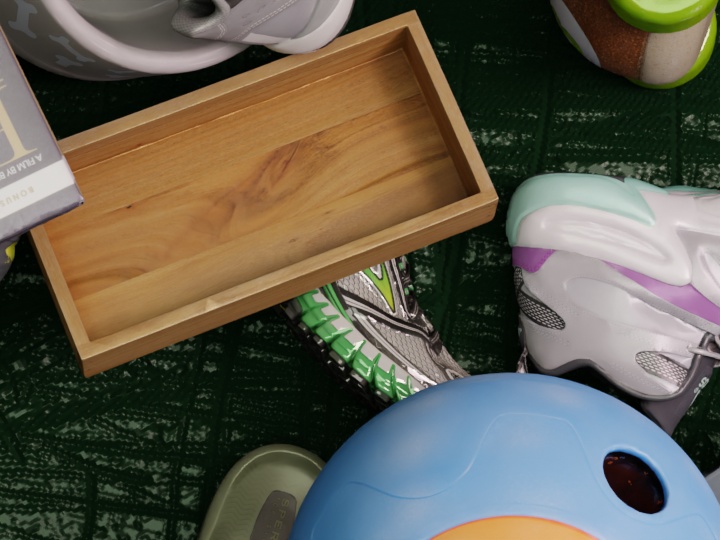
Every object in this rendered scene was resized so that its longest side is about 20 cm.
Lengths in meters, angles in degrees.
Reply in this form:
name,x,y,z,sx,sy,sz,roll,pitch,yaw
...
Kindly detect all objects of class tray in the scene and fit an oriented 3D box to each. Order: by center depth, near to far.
name,x,y,z,sx,sy,sz,roll,pitch,yaw
tray,-0.049,-0.035,1.319,0.200,0.037,0.099,-21,75,-10

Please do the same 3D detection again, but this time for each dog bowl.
name,x,y,z,sx,sy,sz,roll,pitch,yaw
dog bowl,-0.094,-0.180,1.322,0.200,0.059,0.201,-11,109,-34

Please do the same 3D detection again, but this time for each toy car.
name,x,y,z,sx,sy,sz,roll,pitch,yaw
toy car,0.081,-0.184,1.343,0.200,0.164,0.158,18,85,7

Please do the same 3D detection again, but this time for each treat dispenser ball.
name,x,y,z,sx,sy,sz,roll,pitch,yaw
treat dispenser ball,0.064,0.145,1.265,0.200,0.201,0.201,0,87,-4

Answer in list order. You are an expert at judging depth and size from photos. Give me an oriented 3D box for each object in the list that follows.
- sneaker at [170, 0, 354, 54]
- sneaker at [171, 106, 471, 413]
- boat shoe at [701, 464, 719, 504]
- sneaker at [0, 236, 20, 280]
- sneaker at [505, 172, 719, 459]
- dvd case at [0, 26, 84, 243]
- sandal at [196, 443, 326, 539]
name,x,y,z,sx,sy,sz,roll,pitch,yaw
sneaker,-0.045,-0.190,1.262,0.115,0.075,0.201,-6,107,-45
sneaker,0.000,0.000,1.361,0.085,0.078,0.200,-41,89,-6
boat shoe,0.181,0.126,1.371,0.200,0.091,0.071,-35,65,19
sneaker,-0.226,0.017,1.339,0.200,0.074,0.085,-50,50,21
sneaker,0.168,0.026,1.376,0.199,0.078,0.140,1,88,6
dvd case,-0.221,-0.085,1.184,0.148,0.016,0.200,-26,90,-6
sandal,-0.054,0.170,1.321,0.080,0.057,0.201,16,70,-12
